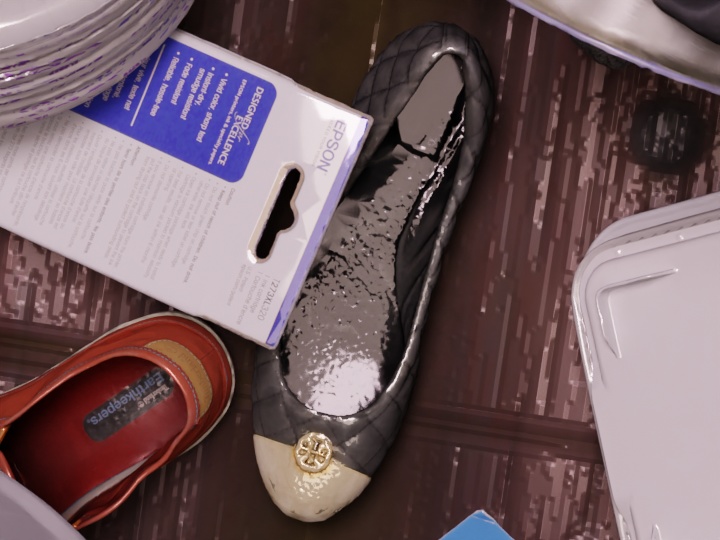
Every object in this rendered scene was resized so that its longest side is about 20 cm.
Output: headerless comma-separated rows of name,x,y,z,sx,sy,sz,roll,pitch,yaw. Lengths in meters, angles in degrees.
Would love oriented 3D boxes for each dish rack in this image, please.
dish rack,0.168,0.048,0.738,0.199,0.043,0.173,-15,84,34

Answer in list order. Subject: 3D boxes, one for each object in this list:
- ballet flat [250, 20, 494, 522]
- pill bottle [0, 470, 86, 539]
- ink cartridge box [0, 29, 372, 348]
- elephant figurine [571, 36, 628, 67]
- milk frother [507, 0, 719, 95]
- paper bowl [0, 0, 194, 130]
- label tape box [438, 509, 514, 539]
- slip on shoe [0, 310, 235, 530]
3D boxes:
ballet flat,0.000,0.000,0.788,0.066,0.057,0.202,16,94,1
pill bottle,-0.178,0.159,0.679,0.115,0.116,0.201,34,93,1
ink cartridge box,-0.101,-0.054,0.786,0.199,0.037,0.095,25,94,10
elephant figurine,0.033,-0.175,0.726,0.154,0.142,0.202,-2,91,1
milk frother,0.078,-0.167,0.600,0.199,0.181,0.189,22,106,0
paper bowl,-0.148,-0.158,0.729,0.199,0.105,0.202,1,67,-3
label tape box,0.055,0.206,0.726,0.143,0.066,0.200,-40,99,20
slip on shoe,-0.137,0.086,0.801,0.199,0.061,0.074,-34,93,7
